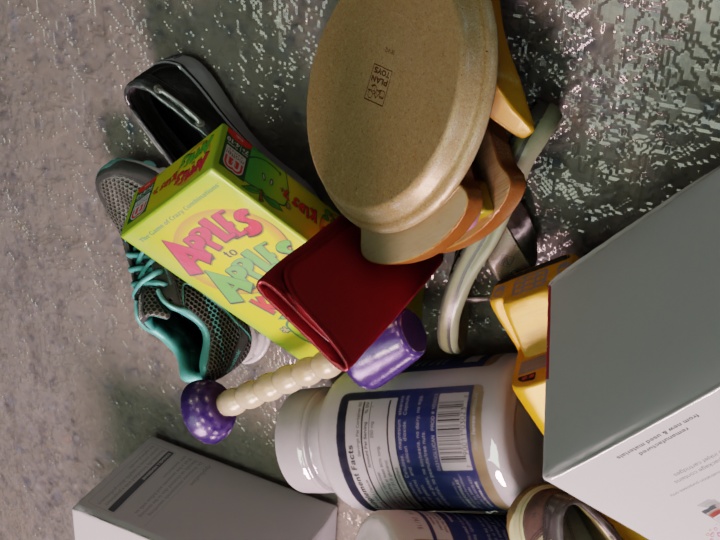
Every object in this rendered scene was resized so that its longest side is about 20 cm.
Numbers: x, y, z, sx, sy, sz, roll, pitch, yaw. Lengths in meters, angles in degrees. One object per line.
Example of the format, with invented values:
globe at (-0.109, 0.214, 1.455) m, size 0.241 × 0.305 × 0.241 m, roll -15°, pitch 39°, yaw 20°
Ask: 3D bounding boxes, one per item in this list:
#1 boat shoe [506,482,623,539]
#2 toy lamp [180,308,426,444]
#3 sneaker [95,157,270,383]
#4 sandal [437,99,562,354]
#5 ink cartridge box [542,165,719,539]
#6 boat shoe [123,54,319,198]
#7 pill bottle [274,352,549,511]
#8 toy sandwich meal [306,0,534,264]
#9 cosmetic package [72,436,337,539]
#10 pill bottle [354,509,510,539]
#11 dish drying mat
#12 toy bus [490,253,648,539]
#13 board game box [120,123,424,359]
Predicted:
boat shoe at (0.164, 0.233, 0.774) m, size 0.200 × 0.073 × 0.065 m, roll 56°, pitch 166°, yaw -2°
toy lamp at (-0.041, 0.076, 0.862) m, size 0.200 × 0.058 × 0.058 m, roll -24°, pitch 103°, yaw 32°
sneaker at (-0.150, 0.003, 0.935) m, size 0.078 × 0.091 × 0.200 m, roll -30°, pitch 99°, yaw 36°
sandal at (0.098, -0.018, 0.798) m, size 0.057 × 0.080 × 0.201 m, roll 22°, pitch 125°, yaw 0°
ink cartridge box at (0.222, 0.073, 0.660) m, size 0.200 × 0.146 × 0.145 m, roll 32°, pitch 132°, yaw -23°
boat shoe at (-0.098, -0.068, 0.880) m, size 0.074 × 0.068 × 0.200 m, roll -27°, pitch 103°, yaw 37°
pill bottle at (0.039, 0.123, 0.883) m, size 0.200 × 0.111 × 0.111 m, roll -7°, pitch 112°, yaw 32°
toy sandwich meal at (0.040, -0.107, 0.759) m, size 0.205 × 0.070 × 0.206 m, roll -12°, pitch 75°, yaw 52°
cosmetic package at (-0.135, 0.286, 1.062) m, size 0.200 × 0.123 × 0.200 m, roll 18°, pitch 123°, yaw 22°
pill bottle at (0.100, 0.231, 0.848) m, size 0.200 × 0.111 × 0.111 m, roll 7°, pitch 128°, yaw -19°
dish drying mat at (0.000, 0.000, 0.782) m, size 0.077 × 0.200 × 0.018 m, roll 45°, pitch 116°, yaw 1°
toy bus at (0.157, 0.089, 0.776) m, size 0.065 × 0.078 × 0.200 m, roll -22°, pitch 115°, yaw 31°
board game box at (-0.059, -0.008, 0.850) m, size 0.102 × 0.048 × 0.200 m, roll -31°, pitch 125°, yaw 35°
